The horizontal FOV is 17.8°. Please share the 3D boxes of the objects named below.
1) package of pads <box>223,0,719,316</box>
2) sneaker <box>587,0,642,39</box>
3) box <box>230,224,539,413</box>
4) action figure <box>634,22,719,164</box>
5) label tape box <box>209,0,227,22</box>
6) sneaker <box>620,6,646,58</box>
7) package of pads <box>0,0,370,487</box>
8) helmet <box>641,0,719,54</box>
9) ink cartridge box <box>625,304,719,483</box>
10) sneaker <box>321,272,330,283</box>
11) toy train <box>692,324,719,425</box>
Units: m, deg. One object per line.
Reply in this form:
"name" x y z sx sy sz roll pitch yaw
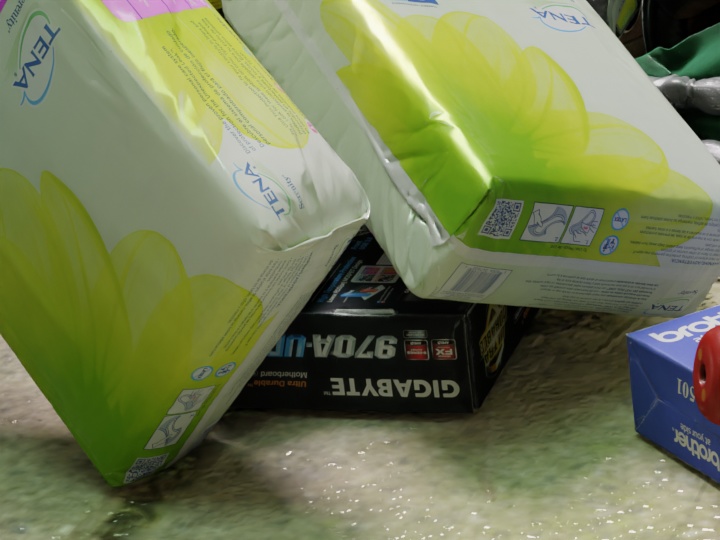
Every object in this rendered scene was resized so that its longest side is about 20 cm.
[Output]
"package of pads" 0.052 -0.066 0.947 0.154 0.068 0.201 5 39 -37
"sneaker" 0.120 -0.144 1.184 0.075 0.201 0.076 42 25 20
"box" 0.000 0.000 1.009 0.157 0.046 0.200 0 22 18
"action figure" 0.123 -0.070 1.097 0.054 0.119 0.199 18 -9 -39
"label tape box" -0.136 -0.137 1.216 0.200 0.064 0.144 -36 -8 35
"sneaker" 0.153 -0.142 1.291 0.070 0.076 0.200 -10 22 -10
"package of pads" -0.100 -0.043 0.879 0.068 0.155 0.200 -21 66 -47
"helmet" 0.252 -0.145 1.139 0.190 0.201 0.199 -39 35 -27
"ink cartridge box" 0.210 0.030 0.870 0.198 0.045 0.094 -16 22 -21
"sneaker" -0.072 -0.051 0.980 0.077 0.086 0.200 -18 22 -24
"toy train" 0.167 0.042 0.696 0.084 0.117 0.201 1 33 -8
